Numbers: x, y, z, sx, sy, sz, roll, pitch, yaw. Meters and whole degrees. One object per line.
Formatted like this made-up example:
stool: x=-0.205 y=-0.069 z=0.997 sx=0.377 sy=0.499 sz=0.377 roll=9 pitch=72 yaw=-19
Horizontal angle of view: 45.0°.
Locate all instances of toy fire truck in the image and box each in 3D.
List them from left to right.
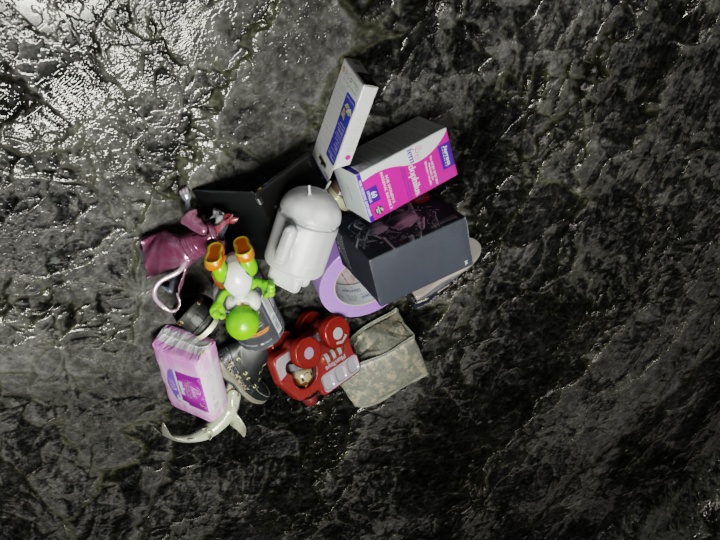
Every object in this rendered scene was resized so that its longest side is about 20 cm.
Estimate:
toy fire truck: x=-0.094 y=0.187 z=1.802 sx=0.199 sy=0.112 sz=0.169 roll=-33 pitch=114 yaw=-33

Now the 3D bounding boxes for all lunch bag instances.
lunch bag: x=0.035 y=0.208 z=1.977 sx=0.199 sy=0.118 sz=0.165 roll=-30 pitch=138 yaw=-6

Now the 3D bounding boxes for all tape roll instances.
tape roll: x=0.000 y=0.000 z=1.774 sx=0.198 sy=0.066 sz=0.201 roll=-15 pitch=136 yaw=-15

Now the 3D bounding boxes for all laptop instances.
laptop: x=-0.170 y=-0.117 z=1.608 sx=0.199 sy=0.116 sz=0.188 roll=-39 pitch=139 yaw=-14

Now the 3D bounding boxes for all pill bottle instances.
pill bottle: x=-0.226 y=0.060 z=1.709 sx=0.105 sy=0.107 sz=0.201 roll=-25 pitch=136 yaw=-4

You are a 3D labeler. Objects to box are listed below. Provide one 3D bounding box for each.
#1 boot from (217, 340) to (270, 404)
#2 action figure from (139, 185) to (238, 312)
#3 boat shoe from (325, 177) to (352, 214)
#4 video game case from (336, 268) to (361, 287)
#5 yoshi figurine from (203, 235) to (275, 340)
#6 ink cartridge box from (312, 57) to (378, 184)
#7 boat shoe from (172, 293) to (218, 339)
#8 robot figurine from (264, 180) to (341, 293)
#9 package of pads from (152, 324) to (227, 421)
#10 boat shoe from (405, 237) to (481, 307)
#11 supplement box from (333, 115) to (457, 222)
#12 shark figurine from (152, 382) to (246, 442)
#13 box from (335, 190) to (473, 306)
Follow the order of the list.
boot: x=-0.211 y=0.197 z=1.870 sx=0.153 sy=0.074 sz=0.204 roll=-36 pitch=136 yaw=4
action figure: x=-0.304 y=-0.046 z=1.548 sx=0.199 sy=0.150 sz=0.134 roll=-29 pitch=133 yaw=21
boat shoe: x=0.019 y=-0.128 z=1.685 sx=0.200 sy=0.072 sz=0.066 roll=27 pitch=120 yaw=-36
video game case: x=0.014 y=0.001 z=1.843 sx=0.199 sy=0.018 sz=0.144 roll=-30 pitch=137 yaw=2
yoshi figurine: x=-0.214 y=0.046 z=1.544 sx=0.112 sy=0.112 sz=0.201 roll=-47 pitch=147 yaw=-33
ink cartridge box: x=-0.030 y=-0.258 z=1.519 sx=0.037 sy=0.095 sz=0.201 roll=3 pitch=129 yaw=-30
boat shoe: x=-0.315 y=0.072 z=1.630 sx=0.063 sy=0.201 sz=0.074 roll=44 pitch=85 yaw=-19
robot figurine: x=-0.101 y=-0.064 z=1.534 sx=0.112 sy=0.170 sz=0.202 roll=24 pitch=113 yaw=10
package of pads: x=-0.343 y=0.209 z=1.774 sx=0.076 sy=0.119 sz=0.201 roll=-53 pitch=152 yaw=-39
boat shoe: x=0.175 y=0.004 z=1.904 sx=0.199 sy=0.075 sz=0.093 roll=-31 pitch=163 yaw=-8
supplement box: x=0.063 y=-0.188 z=1.590 sx=0.199 sy=0.103 sz=0.102 roll=-30 pitch=122 yaw=-17
shark figurine: x=-0.342 y=0.337 z=1.936 sx=0.213 sy=0.089 sz=0.129 roll=-32 pitch=104 yaw=-8
box: x=0.076 y=-0.053 z=1.603 sx=0.198 sy=0.182 sz=0.105 roll=-25 pitch=125 yaw=-14
